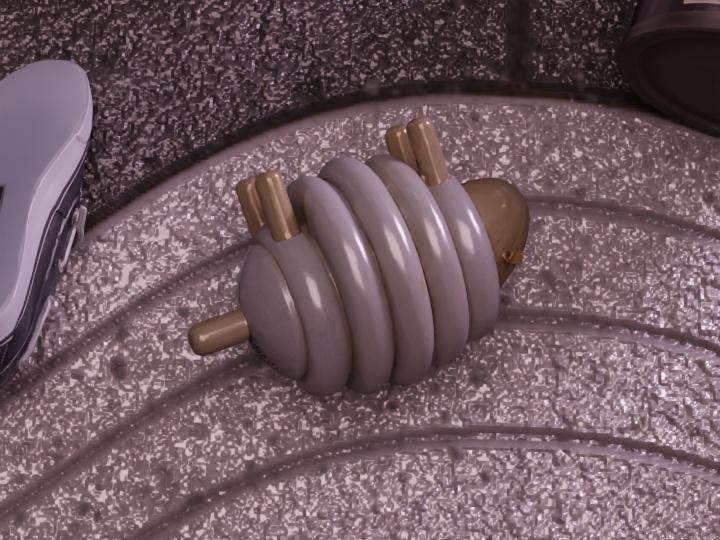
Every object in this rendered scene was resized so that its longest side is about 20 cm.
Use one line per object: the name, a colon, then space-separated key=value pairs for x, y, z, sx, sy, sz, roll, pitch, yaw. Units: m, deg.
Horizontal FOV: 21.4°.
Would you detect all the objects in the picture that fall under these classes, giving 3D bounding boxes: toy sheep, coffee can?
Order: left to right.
toy sheep: x=0.000 y=0.000 z=1.008 sx=0.198 sy=0.138 sz=0.139 roll=-20 pitch=77 yaw=-11
coffee can: x=0.239 y=-0.188 z=1.057 sx=0.145 sy=0.146 sz=0.202 roll=18 pitch=75 yaw=2

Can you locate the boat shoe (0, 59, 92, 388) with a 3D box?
boat shoe: x=-0.184 y=-0.026 z=1.037 sx=0.073 sy=0.068 sz=0.201 roll=-3 pitch=51 yaw=8
